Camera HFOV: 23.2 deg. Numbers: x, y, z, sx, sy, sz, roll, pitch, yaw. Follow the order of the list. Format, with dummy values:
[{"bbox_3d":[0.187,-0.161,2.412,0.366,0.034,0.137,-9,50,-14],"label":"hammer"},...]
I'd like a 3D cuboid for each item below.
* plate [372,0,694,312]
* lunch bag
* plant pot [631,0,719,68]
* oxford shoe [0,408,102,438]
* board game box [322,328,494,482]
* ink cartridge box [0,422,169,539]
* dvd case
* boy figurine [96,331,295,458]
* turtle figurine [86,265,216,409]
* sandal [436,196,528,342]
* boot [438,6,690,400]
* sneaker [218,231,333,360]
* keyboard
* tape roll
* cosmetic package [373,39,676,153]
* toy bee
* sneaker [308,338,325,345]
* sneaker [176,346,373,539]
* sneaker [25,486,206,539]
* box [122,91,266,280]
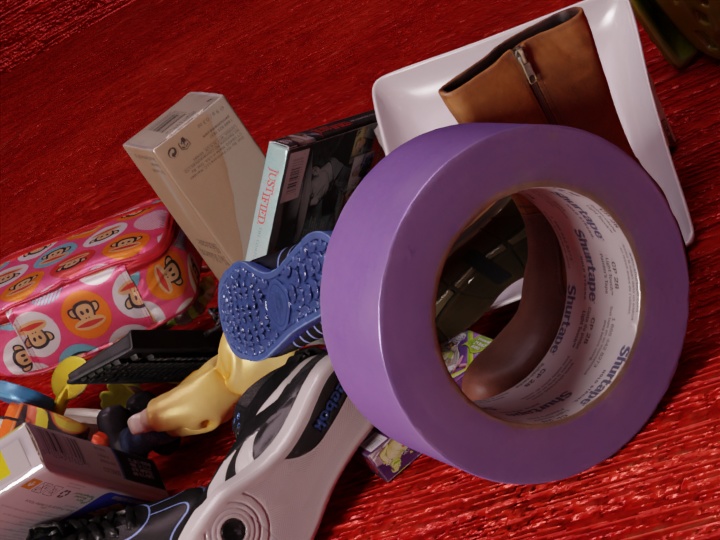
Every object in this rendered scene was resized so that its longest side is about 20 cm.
[{"bbox_3d":[0.119,-0.075,1.232,0.199,0.200,0.032,-19,-22,16],"label":"plate"},{"bbox_3d":[-0.238,0.009,1.554,0.199,0.082,0.176,-20,20,8],"label":"lunch bag"},{"bbox_3d":[0.294,-0.285,1.397,0.200,0.199,0.181,-42,13,-20],"label":"plant pot"},{"bbox_3d":[-0.257,0.151,1.482,0.199,0.075,0.058,-12,65,33],"label":"oxford shoe"},{"bbox_3d":[0.018,0.079,1.231,0.120,0.032,0.200,-43,21,-11],"label":"board game box"},{"bbox_3d":[-0.263,0.186,1.252,0.199,0.047,0.198,-30,-20,10],"label":"ink cartridge box"},{"bbox_3d":[-0.025,-0.048,1.370,0.022,0.147,0.200,22,24,22],"label":"dvd case"},{"bbox_3d":[-0.120,0.090,1.310,0.124,0.065,0.200,-25,-8,-45],"label":"boy figurine"},{"bbox_3d":[-0.202,0.076,1.553,0.199,0.065,0.161,-26,24,0],"label":"turtle figurine"},{"bbox_3d":[0.094,-0.024,1.172,0.200,0.082,0.055,-40,38,21],"label":"sandal"},{"bbox_3d":[0.103,-0.032,1.078,0.188,0.200,0.068,-36,30,-8],"label":"boot"},{"bbox_3d":[-0.024,0.013,1.137,0.078,0.071,0.200,-8,-6,-29],"label":"sneaker"},{"bbox_3d":[-0.129,0.061,1.373,0.127,0.021,0.200,-33,-16,23],"label":"keyboard"},{"bbox_3d":[0.083,0.016,1.003,0.200,0.200,0.085,-40,19,-16],"label":"tape roll"},{"bbox_3d":[0.126,-0.104,1.340,0.199,0.113,0.081,-24,4,35],"label":"cosmetic package"},{"bbox_3d":[-0.243,0.135,1.338,0.200,0.108,0.132,-29,-43,-79],"label":"toy bee"},{"bbox_3d":[0.000,0.000,1.280,0.092,0.076,0.200,-11,12,28],"label":"sneaker"},{"bbox_3d":[-0.067,0.139,1.153,0.200,0.073,0.112,-52,18,-18],"label":"sneaker"},{"bbox_3d":[-0.189,0.200,1.208,0.200,0.078,0.070,-36,19,-1],"label":"sneaker"},{"bbox_3d":[-0.101,-0.046,1.463,0.078,0.200,0.095,-39,19,-15],"label":"box"}]
